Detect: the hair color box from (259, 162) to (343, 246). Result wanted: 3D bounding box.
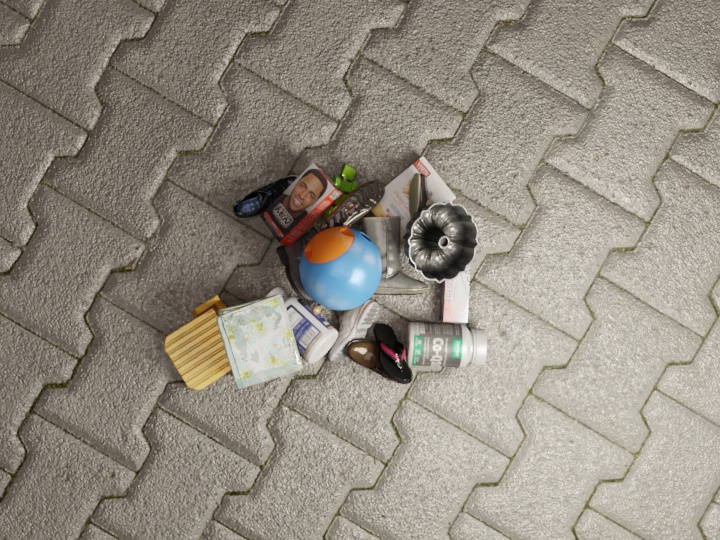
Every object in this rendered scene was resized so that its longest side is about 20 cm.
[{"bbox_3d":[-0.152,-0.168,1.636,0.200,0.061,0.102,-44,69,11],"label":"hair color box"}]

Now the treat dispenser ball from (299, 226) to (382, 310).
[{"bbox_3d":[-0.047,-0.005,1.536,0.199,0.201,0.202,0,91,0],"label":"treat dispenser ball"}]

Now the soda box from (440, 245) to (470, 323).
[{"bbox_3d":[0.251,0.036,1.681,0.068,0.064,0.202,3,91,1],"label":"soda box"}]

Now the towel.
[{"bbox_3d":[-0.248,0.171,1.564,0.170,0.048,0.201,-16,90,-6],"label":"towel"}]

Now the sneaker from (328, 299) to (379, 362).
[{"bbox_3d":[-0.028,0.154,1.693,0.082,0.075,0.201,38,98,36],"label":"sneaker"}]

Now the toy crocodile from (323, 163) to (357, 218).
[{"bbox_3d":[-0.057,-0.183,1.684,0.067,0.062,0.201,10,96,-26],"label":"toy crocodile"}]

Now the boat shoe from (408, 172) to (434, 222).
[{"bbox_3d":[0.163,-0.150,1.638,0.062,0.071,0.202,-4,98,-12],"label":"boat shoe"}]

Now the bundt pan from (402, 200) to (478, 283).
[{"bbox_3d":[0.190,-0.076,1.587,0.201,0.076,0.203,-6,104,-23],"label":"bundt pan"}]

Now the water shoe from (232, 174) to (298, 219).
[{"bbox_3d":[-0.240,-0.189,1.674,0.199,0.079,0.072,-28,91,1],"label":"water shoe"}]

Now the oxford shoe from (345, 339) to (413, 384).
[{"bbox_3d":[0.054,0.236,1.651,0.199,0.084,0.073,25,95,-14],"label":"oxford shoe"}]

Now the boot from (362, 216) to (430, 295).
[{"bbox_3d":[0.092,-0.038,1.634,0.180,0.073,0.202,3,83,-10],"label":"boot"}]

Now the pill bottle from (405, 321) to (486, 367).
[{"bbox_3d":[0.220,0.194,1.657,0.198,0.113,0.114,2,91,1],"label":"pill bottle"}]

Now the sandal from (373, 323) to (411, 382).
[{"bbox_3d":[0.080,0.200,1.628,0.075,0.201,0.045,6,129,-25],"label":"sandal"}]

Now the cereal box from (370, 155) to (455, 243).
[{"bbox_3d":[0.132,-0.185,1.690,0.200,0.040,0.144,-40,92,1],"label":"cereal box"}]

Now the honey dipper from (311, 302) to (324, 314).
[{"bbox_3d":[-0.104,0.087,1.614,0.038,0.200,0.038,0,96,4],"label":"honey dipper"}]

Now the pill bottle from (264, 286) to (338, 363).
[{"bbox_3d":[-0.164,0.136,1.651,0.200,0.111,0.111,41,91,16],"label":"pill bottle"}]

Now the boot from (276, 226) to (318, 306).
[{"bbox_3d":[-0.129,-0.016,1.648,0.131,0.070,0.201,-28,64,2],"label":"boot"}]

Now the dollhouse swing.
[{"bbox_3d":[-0.396,0.200,1.643,0.175,0.182,0.201,-31,91,-20],"label":"dollhouse swing"}]

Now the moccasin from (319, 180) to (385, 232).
[{"bbox_3d":[-0.021,-0.156,1.636,0.074,0.078,0.201,44,87,-11],"label":"moccasin"}]
